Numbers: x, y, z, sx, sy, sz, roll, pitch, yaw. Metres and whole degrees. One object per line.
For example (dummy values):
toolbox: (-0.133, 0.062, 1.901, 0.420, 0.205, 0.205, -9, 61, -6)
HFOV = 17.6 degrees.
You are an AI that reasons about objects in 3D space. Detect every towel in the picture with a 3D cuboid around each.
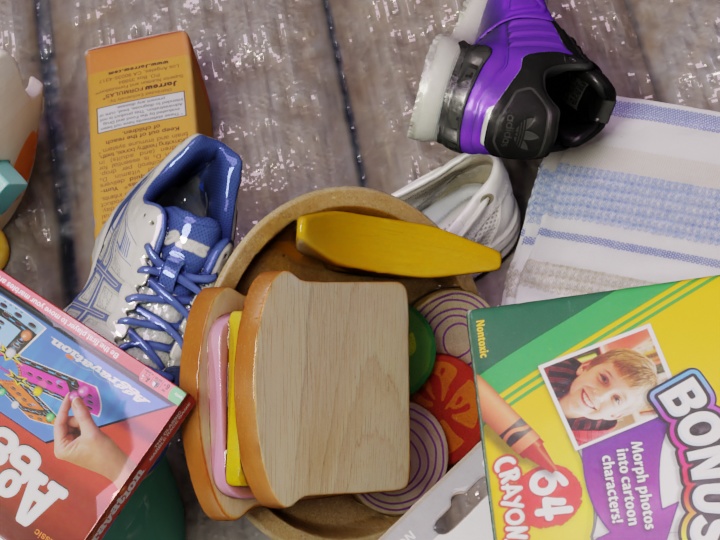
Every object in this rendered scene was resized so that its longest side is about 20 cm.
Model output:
towel: (0.156, -0.008, 1.258, 0.146, 0.024, 0.200, 10, 58, 15)

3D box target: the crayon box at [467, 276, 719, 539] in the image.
crayon box: (0.142, 0.101, 0.972, 0.172, 0.058, 0.200, -9, 56, 5)

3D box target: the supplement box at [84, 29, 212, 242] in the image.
supplement box: (-0.115, -0.037, 1.305, 0.069, 0.067, 0.200, -12, 52, 2)

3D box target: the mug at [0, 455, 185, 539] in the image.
mug: (-0.185, 0.104, 1.182, 0.185, 0.115, 0.152, 29, 64, 27)

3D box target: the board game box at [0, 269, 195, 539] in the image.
board game box: (-0.185, 0.050, 1.090, 0.200, 0.019, 0.103, 31, 82, 19)

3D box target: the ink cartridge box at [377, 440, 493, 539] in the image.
ink cartridge box: (0.102, 0.168, 1.098, 0.200, 0.084, 0.175, -41, 59, -19)

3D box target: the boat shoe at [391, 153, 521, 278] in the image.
boat shoe: (0.000, 0.000, 1.252, 0.200, 0.069, 0.071, -39, 58, -17)

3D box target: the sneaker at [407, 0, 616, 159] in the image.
sneaker: (0.094, -0.105, 1.287, 0.099, 0.070, 0.200, 16, 27, 9)

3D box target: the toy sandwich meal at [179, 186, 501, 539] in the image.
toy sandwich meal: (0.001, 0.050, 1.140, 0.070, 0.205, 0.205, 0, 46, 52)

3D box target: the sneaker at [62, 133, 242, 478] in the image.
sneaker: (-0.105, 0.011, 1.141, 0.075, 0.088, 0.200, 23, 43, -15)

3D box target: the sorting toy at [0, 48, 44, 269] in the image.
sorting toy: (-0.258, -0.070, 1.259, 0.199, 0.180, 0.107, -7, 69, -16)
